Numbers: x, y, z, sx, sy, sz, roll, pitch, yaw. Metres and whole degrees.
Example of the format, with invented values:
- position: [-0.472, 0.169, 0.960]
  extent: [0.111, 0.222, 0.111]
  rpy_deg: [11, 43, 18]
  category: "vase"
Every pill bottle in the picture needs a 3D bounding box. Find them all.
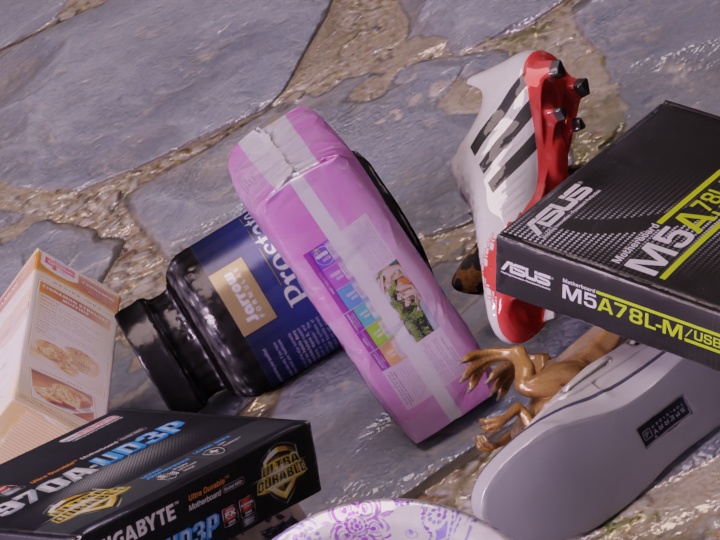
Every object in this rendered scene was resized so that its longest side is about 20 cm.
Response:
- position: [-0.060, 0.015, 1.934]
  extent: [0.199, 0.112, 0.112]
  rpy_deg: [-32, 26, -4]
  category: "pill bottle"

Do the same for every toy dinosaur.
- position: [0.124, 0.067, 1.740]
  extent: [0.106, 0.061, 0.200]
  rpy_deg: [18, 60, 33]
  category: "toy dinosaur"

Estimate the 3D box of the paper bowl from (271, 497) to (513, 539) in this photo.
- position: [0.021, 0.220, 1.438]
  extent: [0.200, 0.201, 0.104]
  rpy_deg: [-28, -17, 3]
  category: "paper bowl"

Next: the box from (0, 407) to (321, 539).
- position: [-0.144, 0.133, 1.627]
  extent: [0.158, 0.046, 0.200]
  rpy_deg: [1, 17, 41]
  category: "box"

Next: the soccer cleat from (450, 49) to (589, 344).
- position: [0.093, -0.045, 1.813]
  extent: [0.085, 0.069, 0.201]
  rpy_deg: [-9, 64, 36]
  category: "soccer cleat"

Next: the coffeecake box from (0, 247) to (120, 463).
- position: [-0.235, 0.103, 1.929]
  extent: [0.154, 0.073, 0.200]
  rpy_deg: [-52, 19, 23]
  category: "coffeecake box"

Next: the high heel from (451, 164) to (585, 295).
- position: [0.160, -0.017, 1.816]
  extent: [0.199, 0.072, 0.143]
  rpy_deg: [-25, 24, -4]
  category: "high heel"

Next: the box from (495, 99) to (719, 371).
- position: [0.211, -0.019, 1.686]
  extent: [0.192, 0.048, 0.200]
  rpy_deg: [22, 39, 29]
  category: "box"

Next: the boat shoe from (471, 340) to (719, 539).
- position: [0.139, 0.087, 1.656]
  extent: [0.200, 0.072, 0.066]
  rpy_deg: [-36, 25, -17]
  category: "boat shoe"

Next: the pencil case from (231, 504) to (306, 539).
- position: [-0.111, 0.185, 1.659]
  extent: [0.089, 0.078, 0.200]
  rpy_deg: [5, 19, 38]
  category: "pencil case"

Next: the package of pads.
- position: [0.000, 0.000, 1.802]
  extent: [0.075, 0.200, 0.121]
  rpy_deg: [-34, 23, 2]
  category: "package of pads"
